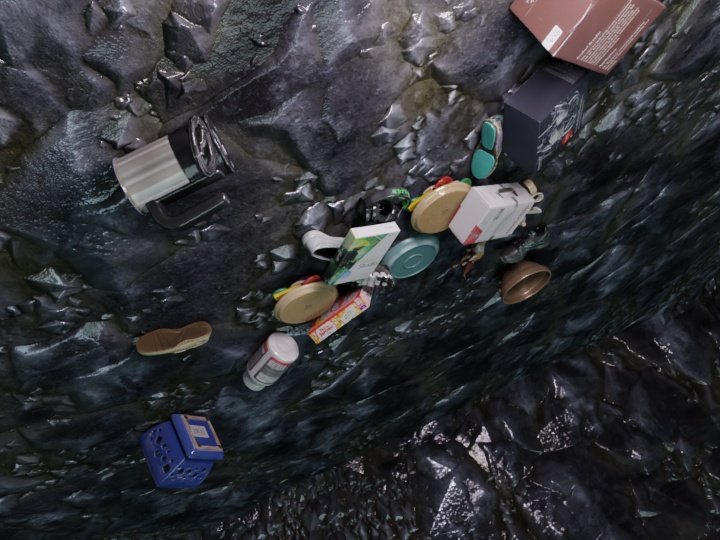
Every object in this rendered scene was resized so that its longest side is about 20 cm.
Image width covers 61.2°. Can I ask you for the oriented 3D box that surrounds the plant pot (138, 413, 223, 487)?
[{"bbox_3d":[-0.599,0.605,2.078,0.180,0.200,0.200,-42,148,11],"label":"plant pot"}]

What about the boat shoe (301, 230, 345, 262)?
[{"bbox_3d":[-0.072,-0.047,1.603,0.070,0.072,0.200,-42,147,25],"label":"boat shoe"}]

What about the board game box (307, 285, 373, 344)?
[{"bbox_3d":[-0.056,0.120,1.817,0.200,0.046,0.152,-37,-169,16],"label":"board game box"}]

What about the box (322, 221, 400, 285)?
[{"bbox_3d":[0.000,-0.042,1.566,0.144,0.036,0.200,-12,148,-35],"label":"box"}]

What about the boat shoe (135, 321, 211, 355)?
[{"bbox_3d":[-0.500,0.194,1.638,0.199,0.072,0.065,-15,147,-31],"label":"boat shoe"}]

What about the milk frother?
[{"bbox_3d":[-0.333,-0.186,1.065,0.188,0.181,0.200,-27,154,-2],"label":"milk frother"}]

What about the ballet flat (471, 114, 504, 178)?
[{"bbox_3d":[0.330,-0.311,1.528,0.072,0.072,0.201,-20,150,-13],"label":"ballet flat"}]

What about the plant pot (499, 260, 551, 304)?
[{"bbox_3d":[0.587,0.028,2.231,0.200,0.093,0.201,-21,150,-13],"label":"plant pot"}]

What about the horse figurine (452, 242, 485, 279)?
[{"bbox_3d":[0.363,-0.068,1.933,0.132,0.050,0.201,-28,147,-36],"label":"horse figurine"}]

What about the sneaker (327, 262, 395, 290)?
[{"bbox_3d":[0.000,0.000,1.740,0.199,0.091,0.067,11,129,-12],"label":"sneaker"}]

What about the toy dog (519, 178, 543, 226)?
[{"bbox_3d":[0.490,-0.184,1.818,0.132,0.097,0.200,-38,148,19],"label":"toy dog"}]

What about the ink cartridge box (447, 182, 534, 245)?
[{"bbox_3d":[0.361,-0.159,1.682,0.199,0.083,0.147,-11,144,-39],"label":"ink cartridge box"}]

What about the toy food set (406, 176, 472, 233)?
[{"bbox_3d":[0.223,-0.177,1.663,0.200,0.049,0.198,-33,150,10],"label":"toy food set"}]

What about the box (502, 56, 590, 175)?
[{"bbox_3d":[0.433,-0.362,1.434,0.182,0.104,0.200,-44,152,-11],"label":"box"}]

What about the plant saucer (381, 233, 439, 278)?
[{"bbox_3d":[0.156,-0.036,1.852,0.199,0.027,0.200,-21,150,-13],"label":"plant saucer"}]

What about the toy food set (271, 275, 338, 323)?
[{"bbox_3d":[-0.156,0.084,1.746,0.199,0.049,0.198,-21,152,-7],"label":"toy food set"}]

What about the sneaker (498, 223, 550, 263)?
[{"bbox_3d":[0.550,-0.095,2.050,0.199,0.075,0.079,-27,137,-14],"label":"sneaker"}]

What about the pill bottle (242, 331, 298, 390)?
[{"bbox_3d":[-0.289,0.292,1.917,0.110,0.111,0.200,6,137,-44],"label":"pill bottle"}]

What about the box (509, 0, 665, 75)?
[{"bbox_3d":[0.443,-0.516,1.196,0.199,0.165,0.166,0,141,-39],"label":"box"}]

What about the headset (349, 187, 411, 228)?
[{"bbox_3d":[0.044,-0.137,1.535,0.123,0.094,0.200,2,155,-40],"label":"headset"}]
